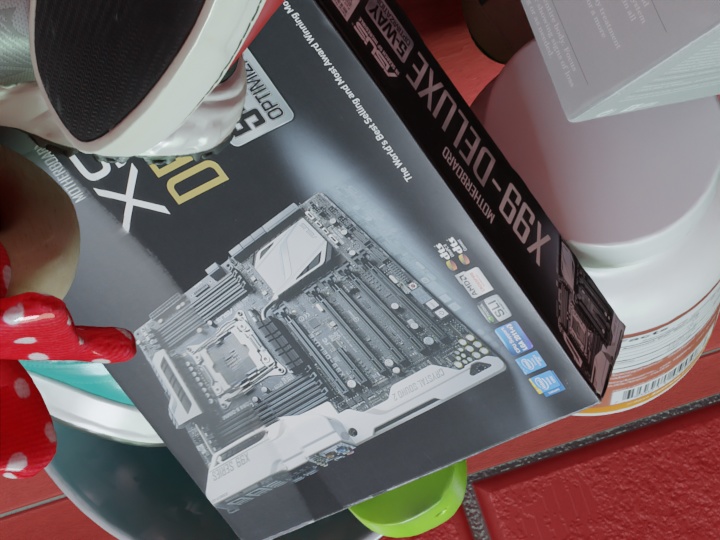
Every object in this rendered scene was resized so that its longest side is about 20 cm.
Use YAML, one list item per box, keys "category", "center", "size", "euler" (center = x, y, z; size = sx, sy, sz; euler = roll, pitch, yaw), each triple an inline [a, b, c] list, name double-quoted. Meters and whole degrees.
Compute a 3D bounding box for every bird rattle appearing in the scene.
- category: "bird rattle"
  center: [-0.152, -0.013, 0.844]
  size: [0.199, 0.113, 0.163]
  euler: [12, -155, 18]

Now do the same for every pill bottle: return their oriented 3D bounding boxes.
- category: "pill bottle"
  center: [0.088, -0.020, 1.038]
  size: [0.112, 0.113, 0.200]
  euler: [-18, 163, -3]

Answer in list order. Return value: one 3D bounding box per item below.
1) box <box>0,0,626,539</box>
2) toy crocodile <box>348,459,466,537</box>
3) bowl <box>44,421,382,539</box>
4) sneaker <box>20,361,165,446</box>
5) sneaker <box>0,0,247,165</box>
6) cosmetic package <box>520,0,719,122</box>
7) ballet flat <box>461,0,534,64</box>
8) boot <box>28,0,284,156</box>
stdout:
- category: "box"
  center: [-0.030, -0.016, 0.933]
  size: [0.157, 0.200, 0.050]
  euler: [-24, -158, 30]
- category: "toy crocodile"
  center: [0.000, 0.000, 1.032]
  size: [0.062, 0.201, 0.068]
  euler: [-18, 176, 4]
- category: "bowl"
  center: [-0.042, 0.019, 1.157]
  size: [0.200, 0.201, 0.105]
  euler: [-23, -172, 24]
- category: "sneaker"
  center: [-0.138, -0.015, 1.055]
  size: [0.199, 0.084, 0.121]
  euler: [18, 112, -18]
- category: "sneaker"
  center: [-0.125, -0.078, 0.809]
  size: [0.199, 0.074, 0.080]
  euler: [-4, 125, -25]
- category: "cosmetic package"
  center: [0.131, -0.133, 0.846]
  size: [0.090, 0.107, 0.200]
  euler: [-12, 169, -41]
- category: "ballet flat"
  center: [0.135, -0.117, 1.065]
  size: [0.199, 0.070, 0.069]
  euler: [-10, 167, -27]
- category: "boot"
  center: [0.000, -0.109, 0.752]
  size: [0.144, 0.073, 0.200]
  euler: [-13, 152, -41]
